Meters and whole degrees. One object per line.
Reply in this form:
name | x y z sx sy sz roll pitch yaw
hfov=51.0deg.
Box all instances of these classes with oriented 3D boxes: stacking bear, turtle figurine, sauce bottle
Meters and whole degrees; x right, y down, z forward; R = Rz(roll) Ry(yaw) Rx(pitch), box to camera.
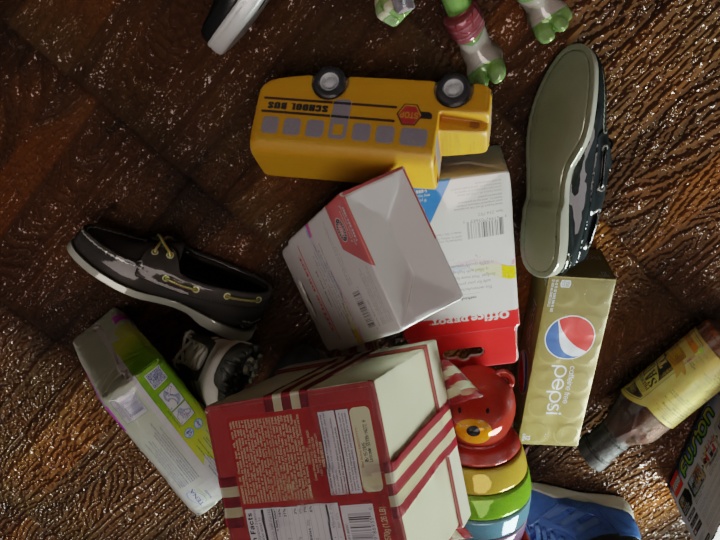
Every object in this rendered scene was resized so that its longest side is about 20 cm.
stacking bear | 0.115 0.191 0.741 0.118 0.114 0.205 3 110 18
turtle figurine | 0.086 -0.220 0.554 0.193 0.198 0.146 39 81 -42
sauce bottle | 0.314 0.138 0.800 0.066 0.066 0.200 36 111 -17

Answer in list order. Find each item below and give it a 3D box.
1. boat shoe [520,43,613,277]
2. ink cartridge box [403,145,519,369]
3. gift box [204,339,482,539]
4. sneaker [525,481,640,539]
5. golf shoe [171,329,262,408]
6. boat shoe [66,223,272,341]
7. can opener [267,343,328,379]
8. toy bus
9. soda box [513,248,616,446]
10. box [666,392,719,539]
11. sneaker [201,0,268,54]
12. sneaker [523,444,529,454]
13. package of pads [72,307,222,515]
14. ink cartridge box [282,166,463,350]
boat shoe | 0.194 -0.095 0.677 0.065 0.074 0.205 -3 102 -31
ink cartridge box | 0.089 -0.006 0.726 0.113 0.068 0.204 -7 118 5
gift box | 0.005 0.168 0.651 0.195 0.186 0.190 -7 92 22
sneaker | 0.230 0.314 0.870 0.194 0.112 0.078 7 119 -2
golf shoe | -0.145 0.098 0.728 0.087 0.200 0.078 29 74 -4
boat shoe | -0.181 -0.001 0.735 0.198 0.072 0.061 27 112 -20
can opener | -0.109 0.154 0.803 0.200 0.054 0.067 -45 124 11
toy bus | 0.011 -0.119 0.641 0.195 0.080 0.065 6 162 11
soda box | 0.202 0.080 0.772 0.066 0.064 0.204 3 119 0
box | 0.394 0.196 0.805 0.034 0.111 0.204 7 119 -3
sneaker | -0.094 -0.283 0.585 0.111 0.073 0.201 34 106 -13
sneaker | 0.099 0.184 0.833 0.196 0.076 0.117 20 111 -20
package of pads | -0.199 0.133 0.736 0.068 0.199 0.156 -38 115 -16
ink cartridge box | 0.000 0.000 0.676 0.066 0.199 0.119 -24 89 -23
